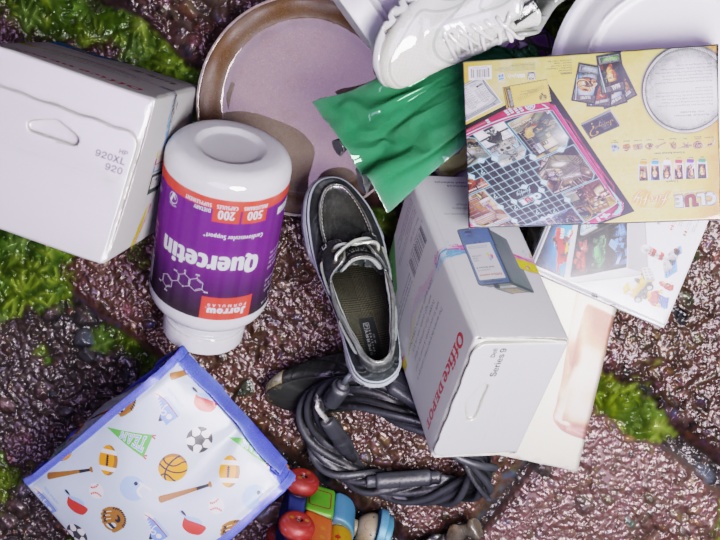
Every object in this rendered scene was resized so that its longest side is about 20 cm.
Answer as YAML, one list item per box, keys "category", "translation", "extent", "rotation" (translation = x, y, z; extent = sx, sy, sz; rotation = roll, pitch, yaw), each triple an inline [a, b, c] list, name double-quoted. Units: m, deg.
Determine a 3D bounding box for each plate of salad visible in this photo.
- category: "plate of salad"
  translation: [0.253, -0.157, 1.029]
  extent: [0.198, 0.048, 0.202]
  rotation: [1, 95, 14]

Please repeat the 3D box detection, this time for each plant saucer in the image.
- category: "plant saucer"
  translation: [-0.051, -0.151, 1.170]
  extent: [0.198, 0.032, 0.202]
  rotation: [1, 100, 3]

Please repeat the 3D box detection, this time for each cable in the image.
- category: "cable"
  translation: [0.034, 0.170, 1.178]
  extent: [0.199, 0.051, 0.163]
  rotation: [34, 133, -12]

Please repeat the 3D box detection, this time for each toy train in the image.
- category: "toy train"
  translation: [-0.029, 0.273, 1.161]
  extent: [0.115, 0.200, 0.085]
  rotation: [16, 114, -6]

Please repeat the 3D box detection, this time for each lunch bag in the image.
- category: "lunch bag"
  translation: [-0.179, 0.185, 1.189]
  extent: [0.200, 0.124, 0.170]
  rotation: [-39, 97, 24]

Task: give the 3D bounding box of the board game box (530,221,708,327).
- category: "board game box"
  translation: [0.235, -0.068, 1.074]
  extent: [0.125, 0.035, 0.201]
  rotation: [23, 90, 1]

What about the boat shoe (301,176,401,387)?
- category: "boat shoe"
  translation: [0.000, 0.000, 1.108]
  extent: [0.072, 0.071, 0.201]
  rotation: [-14, 71, -13]

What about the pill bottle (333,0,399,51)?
- category: "pill bottle"
  translation: [0.066, -0.281, 1.089]
  extent: [0.199, 0.109, 0.109]
  rotation: [-37, 96, 3]

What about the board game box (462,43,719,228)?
- category: "board game box"
  translation: [0.183, -0.104, 1.009]
  extent: [0.198, 0.035, 0.137]
  rotation: [-1, 94, 15]

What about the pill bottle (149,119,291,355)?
- category: "pill bottle"
  translation: [-0.129, -0.026, 1.138]
  extent: [0.111, 0.113, 0.201]
  rotation: [13, 123, 1]

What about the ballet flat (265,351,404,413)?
- category: "ballet flat"
  translation: [0.005, 0.091, 1.208]
  extent: [0.198, 0.057, 0.067]
  rotation: [-16, 138, 9]

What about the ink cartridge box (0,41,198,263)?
- category: "ink cartridge box"
  translation: [-0.244, -0.109, 1.104]
  extent: [0.146, 0.200, 0.146]
  rotation: [18, 101, 1]

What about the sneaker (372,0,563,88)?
- category: "sneaker"
  translation: [0.098, -0.211, 1.034]
  extent: [0.199, 0.075, 0.081]
  rotation: [-36, 53, 2]

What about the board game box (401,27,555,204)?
- category: "board game box"
  translation: [0.093, -0.147, 1.142]
  extent: [0.200, 0.032, 0.120]
  rotation: [-44, 99, 2]

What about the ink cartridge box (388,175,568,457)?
- category: "ink cartridge box"
  translation: [0.089, 0.038, 1.082]
  extent: [0.087, 0.201, 0.146]
  rotation: [1, 133, -16]

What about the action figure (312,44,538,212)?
- category: "action figure"
  translation: [0.073, -0.141, 1.092]
  extent: [0.199, 0.055, 0.119]
  rotation: [-30, 79, -12]

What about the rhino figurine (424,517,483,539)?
- category: "rhino figurine"
  translation: [0.108, 0.343, 1.232]
  extent: [0.087, 0.060, 0.201]
  rotation: [-19, 100, 27]

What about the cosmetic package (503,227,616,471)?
- category: "cosmetic package"
  translation: [0.176, 0.067, 1.158]
  extent: [0.086, 0.103, 0.202]
  rotation: [12, 102, 1]
